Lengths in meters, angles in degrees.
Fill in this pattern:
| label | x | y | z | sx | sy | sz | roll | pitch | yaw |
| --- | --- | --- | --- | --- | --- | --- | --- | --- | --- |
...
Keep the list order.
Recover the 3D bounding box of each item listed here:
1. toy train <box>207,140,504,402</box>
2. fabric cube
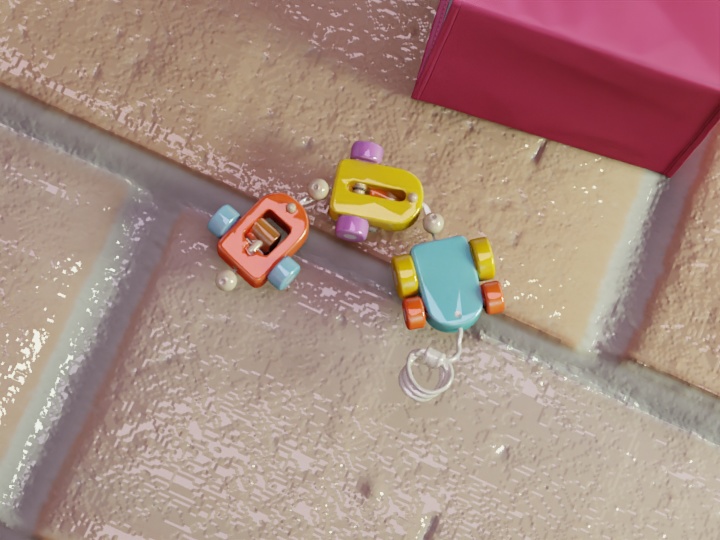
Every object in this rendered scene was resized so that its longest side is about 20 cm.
| label | x | y | z | sx | sy | sz | roll | pitch | yaw |
| --- | --- | --- | --- | --- | --- | --- | --- | --- | --- |
| toy train | 0.000 | 0.000 | 1.685 | 0.200 | 0.056 | 0.150 | 37 | 75 | 7 |
| fabric cube | 0.166 | -0.206 | 1.683 | 0.199 | 0.196 | 0.200 | 17 | 73 | -1 |
